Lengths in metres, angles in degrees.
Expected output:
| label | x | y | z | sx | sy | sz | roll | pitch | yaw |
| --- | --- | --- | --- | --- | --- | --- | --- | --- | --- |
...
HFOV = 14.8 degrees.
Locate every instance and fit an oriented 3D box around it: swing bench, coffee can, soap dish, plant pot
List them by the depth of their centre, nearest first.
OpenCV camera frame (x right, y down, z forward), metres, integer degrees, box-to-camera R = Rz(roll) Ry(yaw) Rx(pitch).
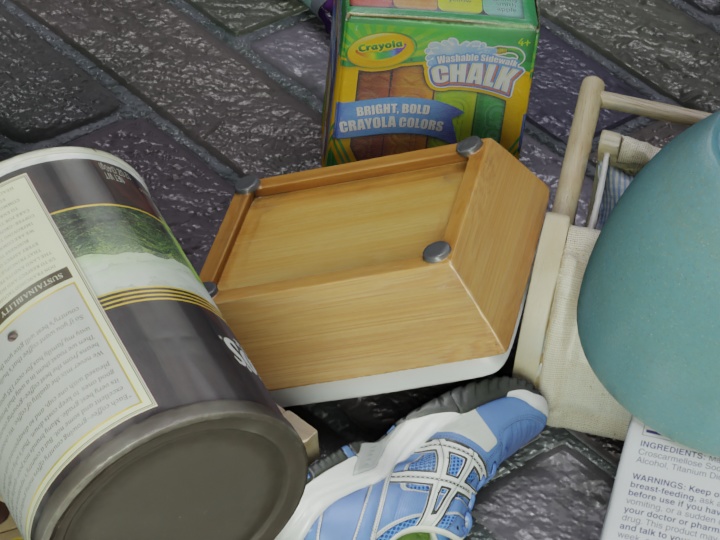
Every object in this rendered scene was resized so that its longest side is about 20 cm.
| label | x | y | z | sx | sy | sz | roll | pitch | yaw |
| --- | --- | --- | --- | --- | --- | --- | --- | --- | --- |
| coffee can | -0.135 | 0.055 | 1.420 | 0.146 | 0.147 | 0.200 | -14 | 50 | -24 |
| plant pot | 0.222 | -0.015 | 1.476 | 0.199 | 0.135 | 0.200 | 2 | 43 | -2 |
| soap dish | 0.000 | 0.000 | 1.602 | 0.199 | 0.081 | 0.158 | -10 | 33 | 22 |
| swing bench | 0.204 | 0.007 | 1.636 | 0.198 | 0.130 | 0.200 | 11 | 39 | 6 |

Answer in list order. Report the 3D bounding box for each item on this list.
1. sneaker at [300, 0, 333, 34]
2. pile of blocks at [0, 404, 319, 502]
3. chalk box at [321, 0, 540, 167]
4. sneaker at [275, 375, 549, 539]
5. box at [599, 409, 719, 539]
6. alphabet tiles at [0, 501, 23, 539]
| label | x | y | z | sx | sy | sz | roll | pitch | yaw |
| --- | --- | --- | --- | --- | --- | --- | --- | --- | --- |
| sneaker | 0.043 | -0.220 | 1.961 | 0.200 | 0.075 | 0.088 | -24 | 56 | -17 |
| pile of blocks | -0.121 | 0.115 | 1.506 | 0.199 | 0.062 | 0.082 | 0 | 50 | 4 |
| chalk box | 0.044 | -0.145 | 1.748 | 0.124 | 0.200 | 0.124 | 3 | 38 | -4 |
| sneaker | 0.035 | 0.123 | 1.527 | 0.200 | 0.076 | 0.077 | -28 | 72 | -35 |
| box | 0.220 | 0.152 | 1.474 | 0.183 | 0.105 | 0.200 | 13 | 39 | 8 |
| alphabet tiles | -0.154 | 0.109 | 1.556 | 0.167 | 0.008 | 0.200 | -16 | 44 | -25 |
